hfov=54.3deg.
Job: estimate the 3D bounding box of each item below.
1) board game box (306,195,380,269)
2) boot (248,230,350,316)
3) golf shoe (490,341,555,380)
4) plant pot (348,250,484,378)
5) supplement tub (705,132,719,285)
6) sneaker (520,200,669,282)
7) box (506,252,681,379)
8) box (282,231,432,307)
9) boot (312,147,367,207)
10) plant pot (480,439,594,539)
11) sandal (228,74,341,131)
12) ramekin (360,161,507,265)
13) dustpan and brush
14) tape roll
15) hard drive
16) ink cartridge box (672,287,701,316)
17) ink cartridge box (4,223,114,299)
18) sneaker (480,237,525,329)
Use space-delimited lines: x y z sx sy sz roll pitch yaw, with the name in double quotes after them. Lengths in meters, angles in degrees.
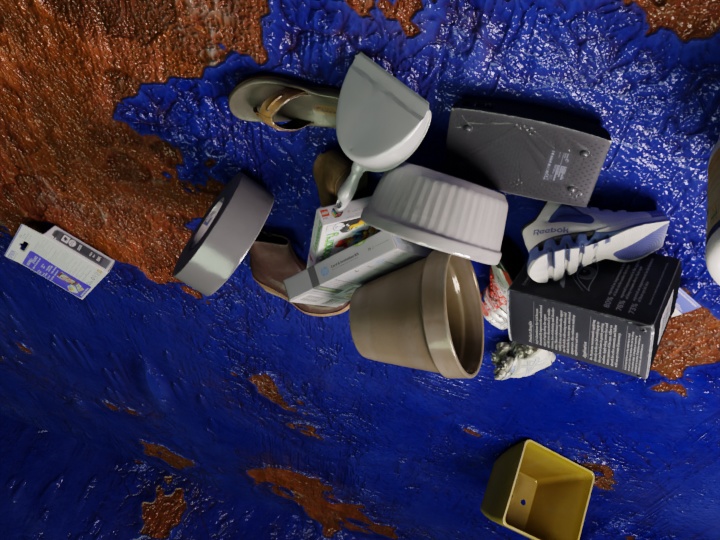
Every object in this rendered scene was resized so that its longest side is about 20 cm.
-0.016 -0.048 1.120 0.126 0.035 0.200 -15 156 -16 "board game box"
-0.117 0.005 1.288 0.200 0.072 0.166 14 148 17 "boot"
0.316 0.138 1.267 0.097 0.078 0.200 6 152 -14 "golf shoe"
0.084 0.074 1.094 0.173 0.200 0.200 -9 137 24 "plant pot"
0.452 -0.079 0.755 0.144 0.200 0.145 14 146 10 "supplement tub"
0.308 -0.066 0.964 0.199 0.115 0.081 -14 143 -2 "sneaker"
0.326 0.043 0.991 0.200 0.148 0.104 16 136 31 "box"
0.000 0.000 1.123 0.200 0.041 0.156 -25 164 23 "box"
-0.037 -0.117 1.103 0.075 0.074 0.200 45 156 17 "boot"
0.400 0.535 1.666 0.200 0.200 0.176 29 157 -12 "plant pot"
-0.097 -0.221 0.979 0.200 0.055 0.082 13 145 12 "sandal"
0.107 -0.083 0.959 0.202 0.094 0.202 17 -173 -2 "ramekin"
0.006 -0.162 0.925 0.140 0.057 0.200 43 114 24 "dustpan and brush"
-0.223 -0.059 1.141 0.066 0.201 0.200 33 144 -18 "tape roll"
0.212 -0.156 0.916 0.200 0.042 0.135 14 145 11 "hard drive"
0.405 0.042 1.093 0.119 0.042 0.200 36 146 -20 "ink cartridge box"
-0.672 -0.028 1.563 0.200 0.043 0.198 34 144 -22 "ink cartridge box"
0.228 0.030 1.146 0.108 0.067 0.201 -12 135 39 "sneaker"
